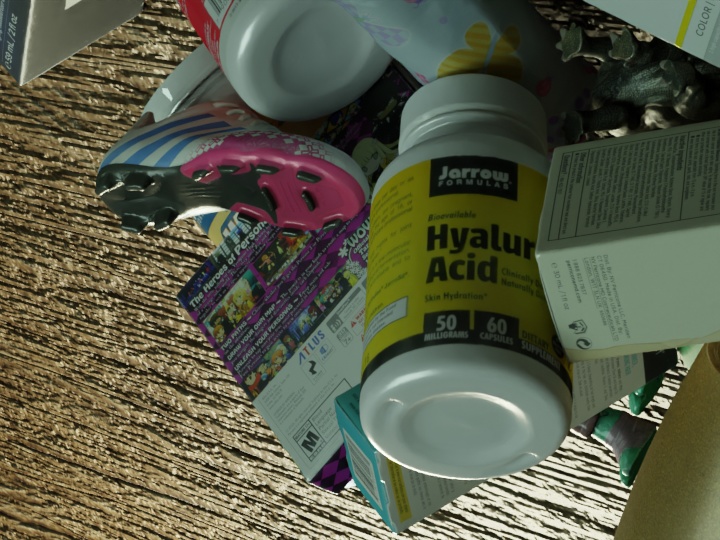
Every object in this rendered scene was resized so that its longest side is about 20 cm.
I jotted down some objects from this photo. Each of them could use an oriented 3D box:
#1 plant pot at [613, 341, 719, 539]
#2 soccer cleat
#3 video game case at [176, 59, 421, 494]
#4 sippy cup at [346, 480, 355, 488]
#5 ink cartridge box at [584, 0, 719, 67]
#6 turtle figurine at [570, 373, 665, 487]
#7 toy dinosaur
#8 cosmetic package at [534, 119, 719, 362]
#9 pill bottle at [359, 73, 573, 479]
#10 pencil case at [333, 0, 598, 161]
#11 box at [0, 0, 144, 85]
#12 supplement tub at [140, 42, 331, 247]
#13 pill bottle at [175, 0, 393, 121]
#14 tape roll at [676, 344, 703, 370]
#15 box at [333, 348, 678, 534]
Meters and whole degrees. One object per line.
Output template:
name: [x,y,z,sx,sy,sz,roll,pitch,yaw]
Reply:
plant pot: [0.218,0.130,1.338,0.186,0.186,0.201,30,132,37]
soccer cleat: [-0.073,-0.071,1.510,0.199,0.087,0.070,1,138,35]
video game case: [0.000,0.000,1.485,0.036,0.200,0.181,30,-165,-47]
sippy cup: [0.009,0.076,1.723,0.177,0.130,0.140,8,128,53]
ink cartridge box: [0.121,-0.195,1.266,0.199,0.059,0.104,29,137,13]
turtle figurine: [0.093,0.059,1.600,0.199,0.101,0.150,20,153,19]
toy dinosaur: [0.170,-0.101,1.347,0.199,0.102,0.078,-23,74,47]
cosmetic package: [0.194,-0.024,1.259,0.198,0.104,0.074,-8,123,18]
pill bottle: [0.058,-0.001,1.335,0.110,0.201,0.112,2,145,1]
pencil case: [0.054,-0.136,1.401,0.200,0.083,0.091,42,-172,-36]
box: [-0.245,-0.273,1.743,0.199,0.123,0.200,47,151,16]
supplement tub: [-0.034,-0.056,1.630,0.200,0.144,0.145,49,151,10]
pill bottle: [-0.063,-0.191,1.529,0.113,0.112,0.200,87,157,-45]
tape roll: [0.252,0.031,1.391,0.200,0.048,0.201,37,147,29]
box: [0.085,0.062,1.428,0.049,0.199,0.083,49,162,37]
